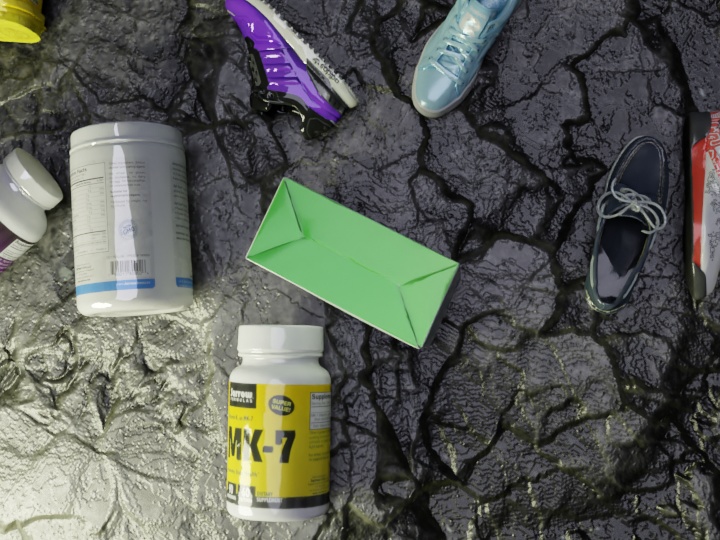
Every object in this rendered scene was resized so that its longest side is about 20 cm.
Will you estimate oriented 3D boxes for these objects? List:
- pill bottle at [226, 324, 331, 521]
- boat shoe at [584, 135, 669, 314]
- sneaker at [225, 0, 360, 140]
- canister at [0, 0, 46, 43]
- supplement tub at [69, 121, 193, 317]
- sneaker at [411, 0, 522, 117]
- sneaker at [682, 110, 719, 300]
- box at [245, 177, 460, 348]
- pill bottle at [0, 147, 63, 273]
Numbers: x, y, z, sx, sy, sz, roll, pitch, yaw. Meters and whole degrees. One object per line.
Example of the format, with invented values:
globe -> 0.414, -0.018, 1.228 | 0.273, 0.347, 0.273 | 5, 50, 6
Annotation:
pill bottle -> -0.088, 0.162, 1.035 | 0.112, 0.114, 0.204 | 0, 85, 7
boat shoe -> 0.289, -0.052, 1.027 | 0.074, 0.062, 0.203 | 21, 88, 10
sneaker -> -0.101, -0.231, 1.088 | 0.100, 0.070, 0.200 | -45, 81, 4
canister -> -0.443, -0.388, 1.137 | 0.146, 0.087, 0.204 | 6, 85, 8
supplement tub -> -0.256, -0.053, 1.064 | 0.130, 0.132, 0.204 | -4, 84, 7
sneaker -> 0.117, -0.268, 1.056 | 0.073, 0.082, 0.202 | 30, 90, 9
sneaker -> 0.402, -0.070, 1.011 | 0.106, 0.067, 0.205 | 1, 83, 10
box -> 0.000, 0.000, 1.003 | 0.198, 0.176, 0.098 | 27, 90, 9
pill bottle -> -0.445, -0.048, 1.098 | 0.199, 0.112, 0.113 | -40, 82, 3
